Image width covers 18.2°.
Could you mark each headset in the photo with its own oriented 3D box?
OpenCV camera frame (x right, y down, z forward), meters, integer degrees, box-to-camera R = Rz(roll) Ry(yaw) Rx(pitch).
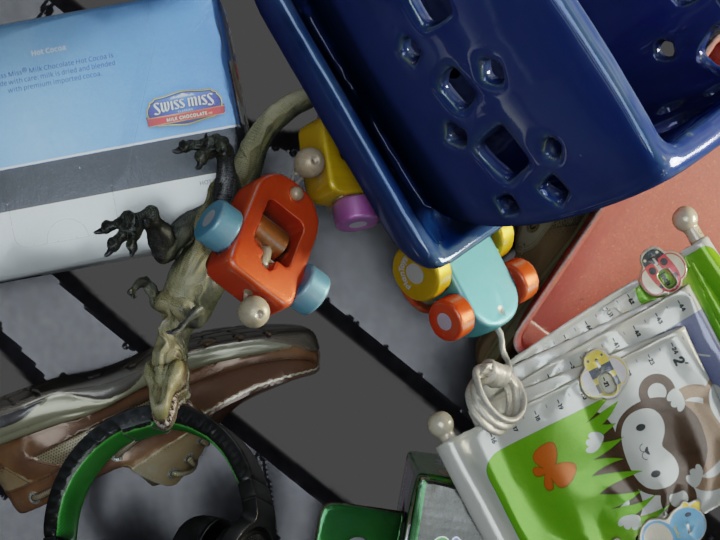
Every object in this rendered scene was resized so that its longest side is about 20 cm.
[{"bbox_3d":[-0.095,0.172,1.165,0.123,0.094,0.201,-16,66,16],"label":"headset"}]

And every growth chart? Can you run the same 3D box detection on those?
[{"bbox_3d":[0.136,0.081,1.154,0.199,0.018,0.145,-37,86,-11],"label":"growth chart"}]

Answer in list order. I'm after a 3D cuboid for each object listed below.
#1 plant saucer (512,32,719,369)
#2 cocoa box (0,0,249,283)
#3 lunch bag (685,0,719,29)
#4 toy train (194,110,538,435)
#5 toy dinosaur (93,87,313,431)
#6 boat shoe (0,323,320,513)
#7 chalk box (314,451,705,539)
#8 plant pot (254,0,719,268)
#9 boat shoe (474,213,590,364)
[{"bbox_3d":[0.194,0.000,1.223,0.199,0.037,0.201,34,90,-31],"label":"plant saucer"},{"bbox_3d":[-0.158,-0.067,1.200,0.198,0.133,0.132,-11,91,-1],"label":"cocoa box"},{"bbox_3d":[0.169,-0.229,1.199,0.200,0.161,0.083,38,128,-4],"label":"lunch bag"},{"bbox_3d":[0.000,0.000,1.111,0.199,0.055,0.151,33,53,-28],"label":"toy train"},{"bbox_3d":[-0.076,-0.025,1.103,0.047,0.088,0.201,24,83,32],"label":"toy dinosaur"},{"bbox_3d":[-0.113,0.081,1.239,0.199,0.076,0.072,-17,95,8],"label":"boat shoe"},{"bbox_3d":[0.071,0.171,1.216,0.198,0.124,0.126,10,91,0],"label":"chalk box"},{"bbox_3d":[0.078,-0.125,1.072,0.179,0.200,0.201,-29,94,42],"label":"plant pot"},{"bbox_3d":[0.119,-0.025,1.248,0.064,0.071,0.201,35,91,34],"label":"boat shoe"}]
